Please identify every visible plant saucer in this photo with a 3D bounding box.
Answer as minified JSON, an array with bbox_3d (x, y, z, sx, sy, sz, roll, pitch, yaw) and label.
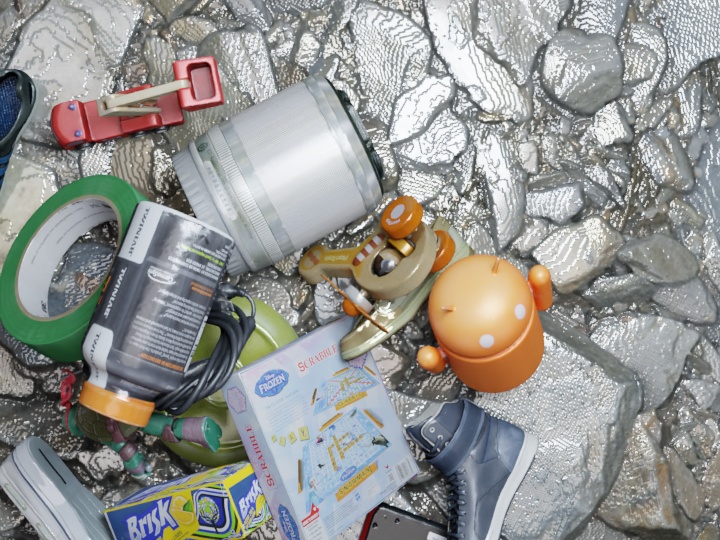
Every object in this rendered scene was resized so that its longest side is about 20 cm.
[{"bbox_3d":[-0.157,0.127,1.236,0.196,0.031,0.204,0,91,-3],"label":"plant saucer"}]

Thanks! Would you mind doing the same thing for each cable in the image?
[{"bbox_3d":[-0.211,0.082,1.140,0.196,0.051,0.165,1,50,15],"label":"cable"}]

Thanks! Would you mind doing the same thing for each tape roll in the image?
[{"bbox_3d":[-0.297,-0.004,1.156,0.198,0.048,0.203,-17,54,25],"label":"tape roll"}]

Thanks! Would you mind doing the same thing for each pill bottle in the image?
[{"bbox_3d":[-0.203,0.045,1.042,0.105,0.106,0.203,21,84,-3],"label":"pill bottle"}]

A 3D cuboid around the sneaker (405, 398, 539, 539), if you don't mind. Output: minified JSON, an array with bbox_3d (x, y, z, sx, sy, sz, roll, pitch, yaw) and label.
[{"bbox_3d":[0.098,0.243,1.214,0.145,0.077,0.204,31,71,-12],"label":"sneaker"}]

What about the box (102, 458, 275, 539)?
[{"bbox_3d":[-0.184,0.259,1.165,0.198,0.070,0.065,-22,92,36],"label":"box"}]

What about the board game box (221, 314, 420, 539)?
[{"bbox_3d":[-0.040,0.172,1.176,0.041,0.199,0.202,-20,93,41],"label":"board game box"}]

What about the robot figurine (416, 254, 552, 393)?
[{"bbox_3d":[0.136,0.060,1.170,0.141,0.201,0.118,-1,62,17],"label":"robot figurine"}]

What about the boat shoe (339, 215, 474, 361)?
[{"bbox_3d":[0.042,0.021,1.212,0.200,0.073,0.063,-42,93,-17],"label":"boat shoe"}]

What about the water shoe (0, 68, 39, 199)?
[{"bbox_3d":[-0.422,-0.132,1.192,0.071,0.079,0.203,23,90,-3],"label":"water shoe"}]

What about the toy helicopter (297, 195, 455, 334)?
[{"bbox_3d":[0.000,0.000,1.173,0.079,0.198,0.134,42,61,-34],"label":"toy helicopter"}]

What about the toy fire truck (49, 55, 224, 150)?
[{"bbox_3d":[-0.245,-0.177,1.171,0.196,0.141,0.050,-13,91,-3],"label":"toy fire truck"}]

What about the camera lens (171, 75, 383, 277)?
[{"bbox_3d":[-0.084,-0.103,1.172,0.198,0.160,0.162,-28,92,-3],"label":"camera lens"}]

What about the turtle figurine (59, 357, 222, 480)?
[{"bbox_3d":[-0.250,0.156,1.179,0.197,0.101,0.153,-8,89,17],"label":"turtle figurine"}]

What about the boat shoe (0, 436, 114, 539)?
[{"bbox_3d":[-0.331,0.282,1.217,0.067,0.073,0.201,-39,84,14],"label":"boat shoe"}]

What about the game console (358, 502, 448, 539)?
[{"bbox_3d":[0.077,0.385,1.258,0.197,0.031,0.180,21,84,-4],"label":"game console"}]
